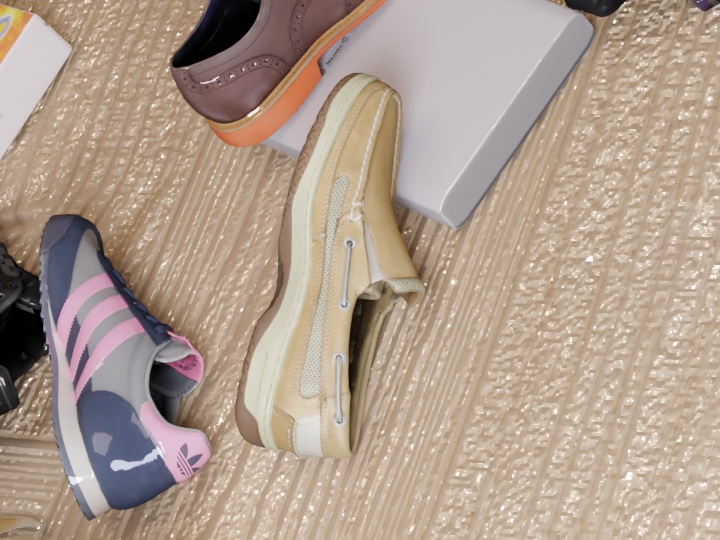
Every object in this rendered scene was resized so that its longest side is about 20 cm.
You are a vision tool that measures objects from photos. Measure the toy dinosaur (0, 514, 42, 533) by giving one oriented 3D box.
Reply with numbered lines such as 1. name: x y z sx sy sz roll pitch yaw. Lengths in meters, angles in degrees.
1. toy dinosaur: -0.269 0.145 1.559 0.199 0.058 0.101 -14 52 2

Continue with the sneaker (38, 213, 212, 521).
1. sneaker: -0.125 0.044 1.519 0.082 0.070 0.201 -17 51 5

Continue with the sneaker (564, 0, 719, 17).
1. sneaker: 0.194 -0.179 1.442 0.199 0.076 0.088 -11 82 23

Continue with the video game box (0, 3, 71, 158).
1. video game box: -0.296 -0.086 1.750 0.182 0.047 0.200 20 73 42

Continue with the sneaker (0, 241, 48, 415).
1. sneaker: -0.215 0.018 1.602 0.099 0.070 0.201 -10 43 9

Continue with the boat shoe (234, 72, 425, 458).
1. boat shoe: 0.000 0.000 1.441 0.076 0.072 0.201 11 85 24

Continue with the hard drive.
1. hard drive: 0.020 -0.108 1.537 0.200 0.027 0.132 25 76 46

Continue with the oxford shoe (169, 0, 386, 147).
1. oxford shoe: -0.031 -0.166 1.546 0.071 0.073 0.200 19 72 45
